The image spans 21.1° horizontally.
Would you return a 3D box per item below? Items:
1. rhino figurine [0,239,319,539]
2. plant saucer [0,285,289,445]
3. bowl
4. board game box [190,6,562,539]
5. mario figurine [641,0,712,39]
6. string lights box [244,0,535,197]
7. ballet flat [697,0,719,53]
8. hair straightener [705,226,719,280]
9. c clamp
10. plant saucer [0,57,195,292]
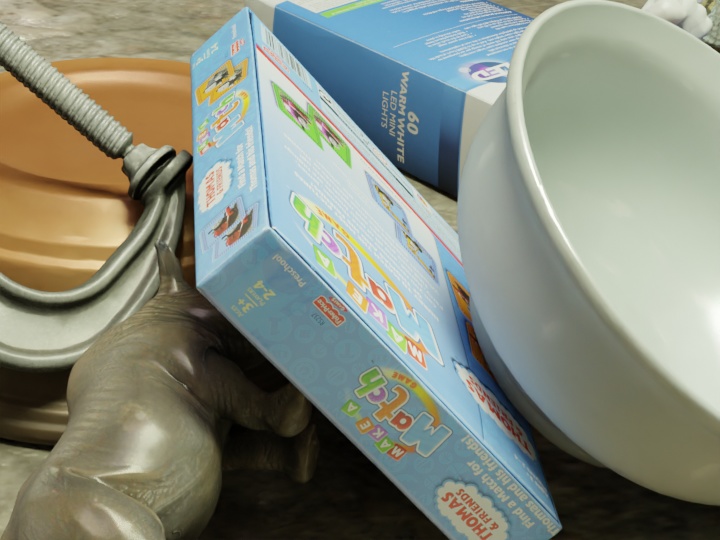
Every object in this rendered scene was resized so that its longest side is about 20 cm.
[{"bbox_3d":[-0.059,0.050,0.653,0.087,0.060,0.200,7,38,7],"label":"rhino figurine"},{"bbox_3d":[-0.102,0.009,0.788,0.200,0.030,0.200,2,26,-1],"label":"plant saucer"},{"bbox_3d":[0.103,0.008,0.692,0.201,0.090,0.201,28,41,-27],"label":"bowl"},{"bbox_3d":[0.000,0.000,0.703,0.037,0.151,0.200,-38,24,13],"label":"board game box"},{"bbox_3d":[0.157,-0.058,0.868,0.123,0.106,0.200,25,32,33],"label":"mario figurine"},{"bbox_3d":[0.041,-0.097,0.979,0.103,0.059,0.200,-19,35,-36],"label":"string lights box"},{"bbox_3d":[0.261,-0.152,1.104,0.200,0.072,0.072,8,27,10],"label":"ballet flat"},{"bbox_3d":[0.237,0.000,0.763,0.199,0.041,0.077,3,26,0],"label":"hair straightener"},{"bbox_3d":[-0.139,-0.064,0.726,0.200,0.027,0.171,45,55,1],"label":"c clamp"},{"bbox_3d":[-0.102,-0.048,0.829,0.200,0.038,0.200,3,27,-2],"label":"plant saucer"}]
